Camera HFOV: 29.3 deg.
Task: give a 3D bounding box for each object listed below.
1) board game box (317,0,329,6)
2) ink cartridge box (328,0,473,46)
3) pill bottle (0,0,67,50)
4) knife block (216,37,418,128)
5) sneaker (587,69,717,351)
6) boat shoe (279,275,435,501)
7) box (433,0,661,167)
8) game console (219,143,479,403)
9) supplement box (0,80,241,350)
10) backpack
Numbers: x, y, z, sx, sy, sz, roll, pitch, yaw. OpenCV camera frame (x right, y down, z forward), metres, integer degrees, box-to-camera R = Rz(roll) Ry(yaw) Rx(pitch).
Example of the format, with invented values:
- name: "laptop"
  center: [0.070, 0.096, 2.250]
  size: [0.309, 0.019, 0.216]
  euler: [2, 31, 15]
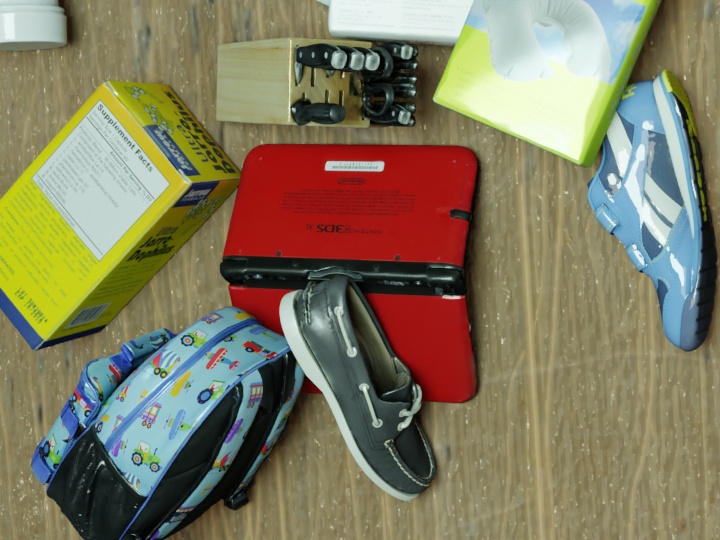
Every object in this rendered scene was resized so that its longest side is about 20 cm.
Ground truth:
- name: "board game box"
  center: [-0.054, -0.324, 1.029]
  size: [0.198, 0.026, 0.202]
  euler: [19, 104, -26]
- name: "ink cartridge box"
  center: [0.062, -0.271, 1.029]
  size: [0.158, 0.050, 0.203]
  euler: [4, 93, 5]
- name: "pill bottle"
  center: [-0.289, -0.286, 1.129]
  size: [0.111, 0.112, 0.203]
  euler: [-1, 95, 19]
- name: "knife block"
  center: [-0.046, -0.140, 1.026]
  size: [0.197, 0.175, 0.065]
  euler: [5, 96, 18]
- name: "sneaker"
  center: [0.212, -0.040, 1.005]
  size: [0.081, 0.074, 0.203]
  euler: [-10, 85, 21]
- name: "boat shoe"
  center: [0.012, 0.091, 1.057]
  size: [0.060, 0.074, 0.201]
  euler: [-21, 110, 25]
- name: "box"
  center: [0.146, -0.189, 0.973]
  size: [0.121, 0.048, 0.202]
  euler: [24, 98, 15]
- name: "game console"
  center: [0.000, 0.000, 1.108]
  size: [0.197, 0.119, 0.175]
  euler: [2, 65, 18]
- name: "supplement box"
  center: [-0.212, -0.046, 1.127]
  size: [0.200, 0.109, 0.109]
  euler: [-44, 81, 18]
- name: "backpack"
  center: [-0.137, 0.110, 1.066]
  size: [0.134, 0.182, 0.201]
  euler: [43, 122, 15]
